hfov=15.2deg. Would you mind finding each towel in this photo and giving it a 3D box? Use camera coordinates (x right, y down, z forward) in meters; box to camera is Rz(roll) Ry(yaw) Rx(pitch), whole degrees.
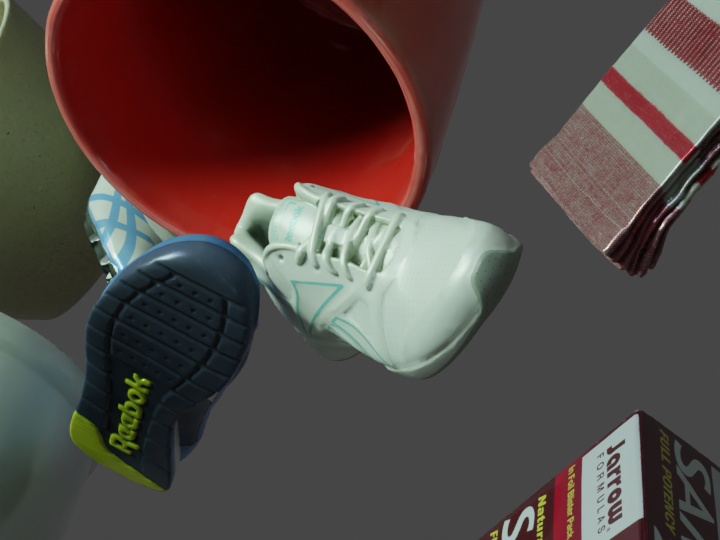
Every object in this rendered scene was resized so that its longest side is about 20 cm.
[{"bbox_3d":[0.152,-0.095,1.090,0.200,0.023,0.144,-49,18,8],"label":"towel"}]

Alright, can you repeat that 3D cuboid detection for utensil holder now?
[{"bbox_3d":[-0.237,0.136,1.375,0.170,0.170,0.200,-32,32,46],"label":"utensil holder"}]

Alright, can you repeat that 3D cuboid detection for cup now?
[{"bbox_3d":[-0.224,-0.050,1.676,0.200,0.143,0.201,-44,23,24],"label":"cup"}]

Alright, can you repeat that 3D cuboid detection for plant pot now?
[{"bbox_3d":[-0.029,-0.130,1.328,0.200,0.200,0.178,-34,18,44],"label":"plant pot"}]

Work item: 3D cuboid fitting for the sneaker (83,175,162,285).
[{"bbox_3d":[-0.114,-0.034,1.527,0.072,0.072,0.200,-18,37,8],"label":"sneaker"}]

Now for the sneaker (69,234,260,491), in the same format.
[{"bbox_3d":[-0.087,0.029,1.292,0.082,0.074,0.200,-56,-1,-33],"label":"sneaker"}]

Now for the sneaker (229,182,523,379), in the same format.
[{"bbox_3d":[0.000,0.000,1.192,0.071,0.080,0.200,-58,22,-17],"label":"sneaker"}]

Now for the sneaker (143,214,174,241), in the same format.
[{"bbox_3d":[-0.069,-0.087,1.495,0.080,0.071,0.200,-45,20,34],"label":"sneaker"}]

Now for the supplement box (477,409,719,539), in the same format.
[{"bbox_3d":[0.043,0.148,0.880,0.200,0.061,0.109,-42,23,27],"label":"supplement box"}]
